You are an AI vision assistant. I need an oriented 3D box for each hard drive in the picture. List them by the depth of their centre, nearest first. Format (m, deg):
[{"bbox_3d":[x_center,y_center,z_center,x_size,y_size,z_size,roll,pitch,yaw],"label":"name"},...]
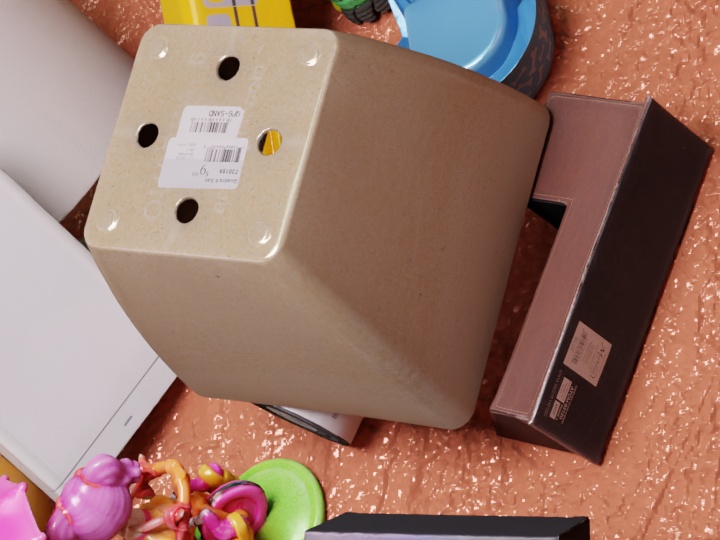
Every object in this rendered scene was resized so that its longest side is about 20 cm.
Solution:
[{"bbox_3d":[-0.213,0.035,1.710,0.132,0.200,0.027,-53,21,-21],"label":"hard drive"}]

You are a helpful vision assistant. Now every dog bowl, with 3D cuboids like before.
[{"bbox_3d":[0.064,-0.176,1.720,0.111,0.050,0.200,-22,57,22],"label":"dog bowl"}]

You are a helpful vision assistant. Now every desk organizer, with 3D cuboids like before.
[{"bbox_3d":[0.122,0.001,1.576,0.077,0.072,0.200,11,75,43],"label":"desk organizer"}]

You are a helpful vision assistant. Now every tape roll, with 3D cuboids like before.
[{"bbox_3d":[-0.263,-0.110,1.840,0.203,0.139,0.203,-36,28,22],"label":"tape roll"}]

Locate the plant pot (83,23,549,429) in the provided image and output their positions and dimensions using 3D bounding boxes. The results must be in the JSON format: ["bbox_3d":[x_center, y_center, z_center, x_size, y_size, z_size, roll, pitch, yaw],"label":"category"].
[{"bbox_3d":[-0.039,-0.042,1.547,0.200,0.177,0.200,6,72,34],"label":"plant pot"}]

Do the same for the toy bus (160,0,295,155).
[{"bbox_3d":[-0.079,-0.142,1.753,0.065,0.078,0.200,130,131,-64],"label":"toy bus"}]

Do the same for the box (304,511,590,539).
[{"bbox_3d":[0.048,0.231,1.439,0.141,0.079,0.200,-1,92,15],"label":"box"}]

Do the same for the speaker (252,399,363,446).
[{"bbox_3d":[0.000,0.000,1.664,0.081,0.081,0.200,18,80,42],"label":"speaker"}]

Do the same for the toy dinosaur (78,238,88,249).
[{"bbox_3d":[-0.178,0.031,1.791,0.102,0.077,0.200,1,66,45],"label":"toy dinosaur"}]

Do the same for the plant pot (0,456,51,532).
[{"bbox_3d":[-0.289,0.204,1.727,0.200,0.200,0.183,0,52,38],"label":"plant pot"}]

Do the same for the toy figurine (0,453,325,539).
[{"bbox_3d":[-0.142,0.167,1.621,0.200,0.184,0.150,-49,48,7],"label":"toy figurine"}]

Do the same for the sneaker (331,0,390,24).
[{"bbox_3d":[-0.020,-0.264,1.810,0.078,0.085,0.200,-29,53,22],"label":"sneaker"}]
